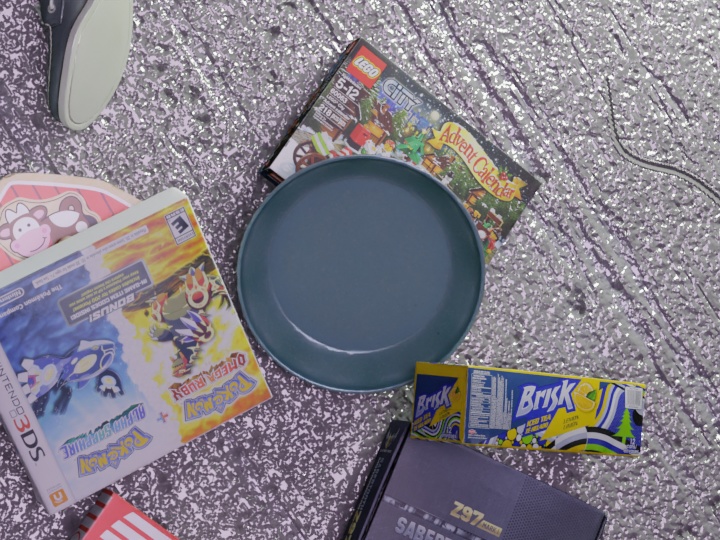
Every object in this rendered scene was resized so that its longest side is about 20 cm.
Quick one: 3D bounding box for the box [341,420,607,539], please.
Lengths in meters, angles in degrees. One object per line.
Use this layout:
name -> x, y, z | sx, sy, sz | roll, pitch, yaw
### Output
box -> 0.087, 0.234, 1.442 | 0.199, 0.051, 0.158 | 27, 78, -15

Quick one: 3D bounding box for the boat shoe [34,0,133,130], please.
boat shoe -> -0.220, -0.211, 1.371 | 0.062, 0.073, 0.201 | 11, 91, 26

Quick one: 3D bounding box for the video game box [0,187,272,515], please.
video game box -> -0.190, 0.062, 1.335 | 0.199, 0.047, 0.183 | -28, 114, -14

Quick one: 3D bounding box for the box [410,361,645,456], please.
box -> 0.139, 0.114, 1.425 | 0.199, 0.070, 0.065 | 9, 85, -36

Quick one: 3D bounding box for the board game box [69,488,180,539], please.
board game box -> -0.161, 0.290, 1.361 | 0.200, 0.046, 0.152 | 37, 77, -13

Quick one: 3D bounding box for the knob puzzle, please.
knob puzzle -> -0.226, 0.013, 1.363 | 0.219, 0.030, 0.221 | 1, 87, -17

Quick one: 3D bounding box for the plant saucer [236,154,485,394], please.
plant saucer -> 0.000, 0.000, 1.404 | 0.199, 0.036, 0.201 | -1, 107, -2

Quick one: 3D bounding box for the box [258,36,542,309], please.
box -> 0.034, -0.077, 1.446 | 0.200, 0.038, 0.137 | 37, 78, -13
